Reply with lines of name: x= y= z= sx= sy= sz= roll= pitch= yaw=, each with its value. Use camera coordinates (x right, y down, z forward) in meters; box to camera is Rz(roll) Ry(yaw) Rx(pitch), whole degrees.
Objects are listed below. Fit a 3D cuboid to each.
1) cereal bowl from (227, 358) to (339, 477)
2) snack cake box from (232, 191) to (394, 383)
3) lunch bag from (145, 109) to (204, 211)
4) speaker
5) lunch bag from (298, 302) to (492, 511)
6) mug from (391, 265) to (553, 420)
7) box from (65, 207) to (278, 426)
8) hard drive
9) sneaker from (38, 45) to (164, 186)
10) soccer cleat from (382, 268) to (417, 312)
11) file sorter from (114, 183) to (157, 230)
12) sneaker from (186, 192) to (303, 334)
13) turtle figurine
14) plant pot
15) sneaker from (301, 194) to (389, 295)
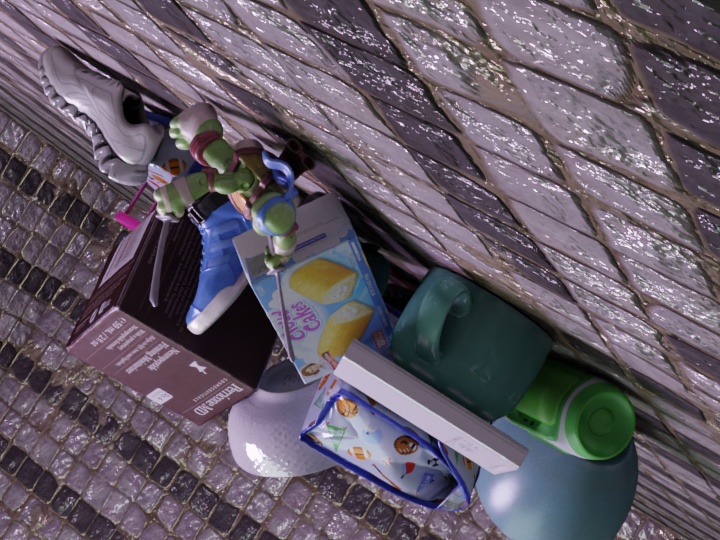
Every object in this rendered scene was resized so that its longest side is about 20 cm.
cereal bowl: x=-0.070 y=0.160 z=1.575 sx=0.200 sy=0.199 sz=0.084 roll=24 pitch=133 yaw=59
snack cake box: x=-0.042 y=0.022 z=1.338 sx=0.201 sy=0.114 sz=0.068 roll=66 pitch=178 yaw=-54
lunch bag: x=-0.190 y=-0.110 z=1.566 sx=0.200 sy=0.076 sz=0.160 roll=37 pitch=171 yaw=-36
speaker: x=0.215 y=0.145 z=1.424 sx=0.088 sy=0.089 sz=0.200 roll=34 pitch=175 yaw=-21
lunch bag: x=0.057 y=0.155 z=1.466 sx=0.199 sy=0.171 sz=0.124 roll=34 pitch=131 yaw=-8
mug: x=0.096 y=0.076 z=1.345 sx=0.184 sy=0.115 sz=0.152 roll=35 pitch=174 yaw=-28
box: x=-0.217 y=0.054 z=1.594 sx=0.199 sy=0.165 sz=0.166 roll=32 pitch=144 yaw=-19
hard drive: x=0.066 y=0.139 z=1.312 sx=0.199 sy=0.026 sz=0.132 roll=33 pitch=168 yaw=1
sneaker: x=-0.286 y=-0.189 z=1.465 sx=0.200 sy=0.081 sz=0.075 roll=49 pitch=-149 yaw=20
soccer cleat: x=0.000 y=0.000 z=1.579 sx=0.198 sy=0.074 sz=0.068 roll=18 pitch=150 yaw=-21
file sorter: x=-0.203 y=-0.063 z=1.774 sx=0.199 sy=0.126 sz=0.139 roll=26 pitch=171 yaw=44
sneaker: x=-0.162 y=-0.033 z=1.468 sx=0.111 sy=0.201 sz=0.077 roll=37 pitch=-163 yaw=0
turtle figurine: x=-0.128 y=-0.052 z=1.192 sx=0.142 sy=0.202 sz=0.194 roll=1 pitch=-148 yaw=-20
plant pot: x=0.251 y=0.224 z=1.558 sx=0.199 sy=0.201 sz=0.135 roll=32 pitch=139 yaw=3
sneaker: x=-0.022 y=-0.013 z=1.426 sx=0.120 sy=0.084 sz=0.200 roll=19 pitch=161 yaw=-9
